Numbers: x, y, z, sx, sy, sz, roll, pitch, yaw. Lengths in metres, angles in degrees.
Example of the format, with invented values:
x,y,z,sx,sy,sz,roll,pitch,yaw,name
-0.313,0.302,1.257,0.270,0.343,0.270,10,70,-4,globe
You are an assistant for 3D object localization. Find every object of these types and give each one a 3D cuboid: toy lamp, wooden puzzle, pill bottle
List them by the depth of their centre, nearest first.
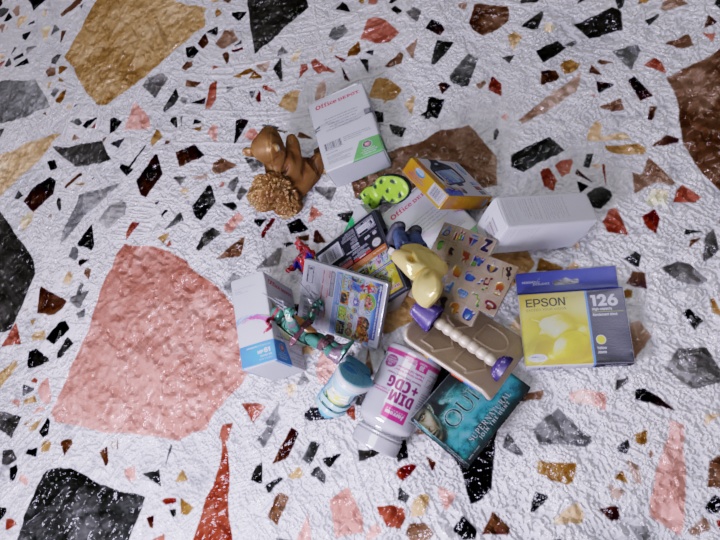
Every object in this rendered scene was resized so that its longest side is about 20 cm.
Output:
x,y,z,sx,sy,sz,roll,pitch,yaw,name
0.178,0.122,1.097,0.200,0.058,0.058,37,86,15,toy lamp
0.201,0.143,1.160,0.200,0.046,0.185,36,43,17,wooden puzzle
0.068,0.252,1.177,0.113,0.113,0.200,21,80,24,pill bottle

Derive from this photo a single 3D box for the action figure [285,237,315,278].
x,y,z,sx,sy,sz,roll,pitch,yaw,name
-0.123,0.009,1.336,0.065,0.099,0.200,-29,62,15,action figure

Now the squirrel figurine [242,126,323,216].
x,y,z,sx,sy,sz,roll,pitch,yaw,name
-0.190,-0.228,1.390,0.141,0.187,0.200,4,73,19,squirrel figurine

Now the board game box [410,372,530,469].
x,y,z,sx,sy,sz,roll,pitch,yaw,name
0.208,0.252,1.135,0.135,0.028,0.200,36,62,22,board game box

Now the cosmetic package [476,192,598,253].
x,y,z,sx,sy,sz,roll,pitch,yaw,name
0.341,-0.092,1.170,0.200,0.102,0.074,-6,63,-18,cosmetic package

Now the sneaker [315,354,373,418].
x,y,z,sx,sy,sz,roll,pitch,yaw,name
-0.039,0.245,1.183,0.079,0.200,0.131,35,93,5,sneaker

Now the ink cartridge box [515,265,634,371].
x,y,z,sx,sy,sz,roll,pitch,yaw,name
0.405,0.087,1.155,0.197,0.047,0.201,-5,72,11,ink cartridge box

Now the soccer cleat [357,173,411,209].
x,y,z,sx,sy,sz,roll,pitch,yaw,name
0.064,-0.177,1.296,0.081,0.200,0.068,-32,100,-22,soccer cleat

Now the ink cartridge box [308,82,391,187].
x,y,z,sx,sy,sz,roll,pitch,yaw,name
-0.025,-0.321,1.425,0.146,0.084,0.200,-19,66,11,ink cartridge box

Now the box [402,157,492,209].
x,y,z,sx,sy,sz,roll,pitch,yaw,name
0.189,-0.178,1.249,0.119,0.200,0.042,50,125,24,box

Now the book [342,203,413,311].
x,y,z,sx,sy,sz,roll,pitch,yaw,name
0.035,-0.029,1.290,0.200,0.048,0.134,50,127,29,book

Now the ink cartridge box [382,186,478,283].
x,y,z,sx,sy,sz,roll,pitch,yaw,name
0.161,-0.077,1.277,0.145,0.088,0.200,-39,66,2,ink cartridge box

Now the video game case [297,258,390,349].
x,y,z,sx,sy,sz,roll,pitch,yaw,name
-0.039,0.067,1.256,0.200,0.018,0.144,17,106,26,video game case

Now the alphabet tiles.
x,y,z,sx,sy,sz,roll,pitch,yaw,name
0.198,0.008,1.145,0.200,0.008,0.167,26,89,44,alphabet tiles

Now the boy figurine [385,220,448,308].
x,y,z,sx,sy,sz,roll,pitch,yaw,name
0.115,-0.012,1.137,0.065,0.124,0.200,-61,33,33,boy figurine

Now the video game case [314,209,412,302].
x,y,z,sx,sy,sz,roll,pitch,yaw,name
0.000,0.000,1.276,0.200,0.025,0.181,-35,69,36,video game case

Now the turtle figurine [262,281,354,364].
x,y,z,sx,sy,sz,roll,pitch,yaw,name
-0.110,0.108,1.209,0.200,0.150,0.101,36,112,4,turtle figurine

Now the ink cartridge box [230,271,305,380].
x,y,z,sx,sy,sz,roll,pitch,yaw,name
-0.197,0.120,1.293,0.084,0.145,0.200,-20,66,13,ink cartridge box
